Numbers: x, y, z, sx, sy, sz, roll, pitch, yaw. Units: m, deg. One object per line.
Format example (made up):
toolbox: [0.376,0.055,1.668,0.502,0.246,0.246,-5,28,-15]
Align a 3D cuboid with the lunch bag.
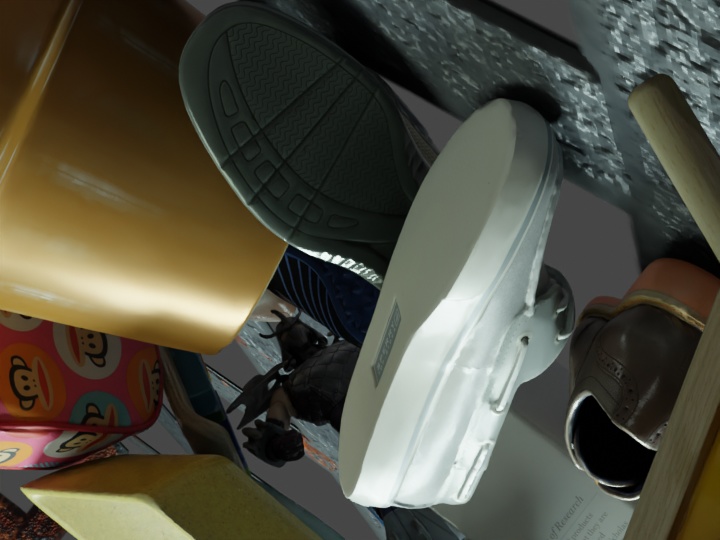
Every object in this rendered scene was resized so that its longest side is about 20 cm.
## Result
lunch bag: [-0.196,0.001,0.930,0.082,0.202,0.175,-25,159,34]

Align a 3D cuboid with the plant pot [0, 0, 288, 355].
plant pot: [-0.122,-0.056,0.811,0.182,0.202,0.200,24,170,-13]

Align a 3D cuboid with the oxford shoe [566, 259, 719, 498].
oxford shoe: [0.107,0.055,0.738,0.071,0.073,0.200,35,167,10]

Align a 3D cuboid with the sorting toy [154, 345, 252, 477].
sorting toy: [-0.109,0.055,1.073,0.201,0.036,0.186,59,171,30]

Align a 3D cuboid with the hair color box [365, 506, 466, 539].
hair color box: [0.103,0.143,1.014,0.199,0.100,0.061,29,165,36]

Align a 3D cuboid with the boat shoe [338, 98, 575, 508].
boat shoe: [0.048,0.022,0.712,0.068,0.201,0.072,9,-148,-16]

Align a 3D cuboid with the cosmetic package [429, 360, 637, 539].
cosmetic package: [0.136,0.134,0.875,0.199,0.074,0.102,36,-161,8]

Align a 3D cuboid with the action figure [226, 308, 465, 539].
action figure: [0.008,0.089,0.999,0.200,0.130,0.070,49,170,28]

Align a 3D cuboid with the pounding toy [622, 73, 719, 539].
pounding toy: [0.152,0.075,0.519,0.183,0.202,0.141,26,-169,40]

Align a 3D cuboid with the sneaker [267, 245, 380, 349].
sneaker: [0.000,0.000,0.905,0.199,0.070,0.078,35,175,30]

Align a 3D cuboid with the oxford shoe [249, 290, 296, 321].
oxford shoe: [-0.120,-0.004,1.193,0.199,0.072,0.073,23,165,48]

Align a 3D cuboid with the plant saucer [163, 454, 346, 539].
plant saucer: [-0.045,0.163,1.007,0.199,0.028,0.201,31,159,13]

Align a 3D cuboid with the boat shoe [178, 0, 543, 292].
boat shoe: [0.000,-0.040,0.753,0.201,0.075,0.065,38,-172,-27]

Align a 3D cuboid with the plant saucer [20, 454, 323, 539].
plant saucer: [-0.059,0.155,0.909,0.200,0.049,0.199,43,159,-18]

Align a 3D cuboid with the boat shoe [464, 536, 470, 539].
boat shoe: [0.065,0.169,0.876,0.073,0.062,0.200,39,-160,19]
